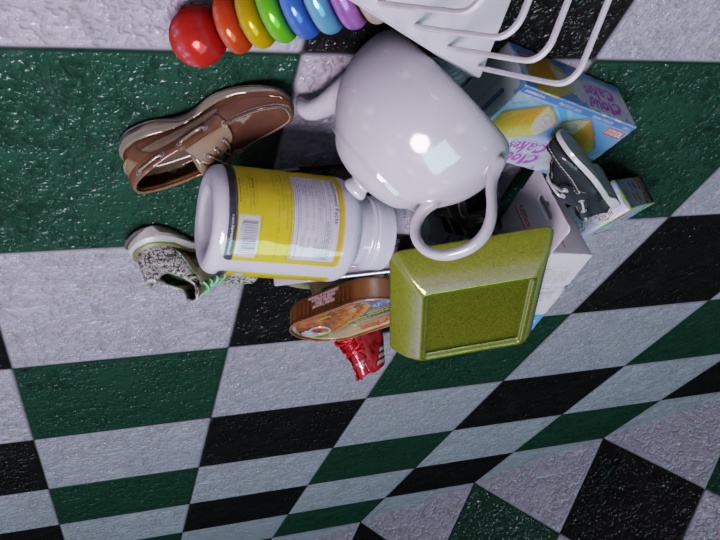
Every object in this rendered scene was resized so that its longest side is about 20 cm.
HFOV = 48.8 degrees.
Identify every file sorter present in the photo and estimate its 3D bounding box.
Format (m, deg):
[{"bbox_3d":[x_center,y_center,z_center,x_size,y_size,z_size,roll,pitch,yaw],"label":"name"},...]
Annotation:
[{"bbox_3d":[0.098,-0.248,0.630,0.199,0.124,0.140,16,98,-44],"label":"file sorter"}]

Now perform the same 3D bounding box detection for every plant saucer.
[{"bbox_3d":[0.137,0.043,0.979,0.198,0.048,0.201,-10,141,-5],"label":"plant saucer"}]

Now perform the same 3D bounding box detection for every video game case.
[{"bbox_3d":[0.000,0.000,1.031,0.198,0.018,0.143,-6,180,9],"label":"video game case"}]

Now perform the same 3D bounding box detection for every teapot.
[{"bbox_3d":[0.044,-0.126,0.794,0.197,0.200,0.146,41,99,-18],"label":"teapot"}]

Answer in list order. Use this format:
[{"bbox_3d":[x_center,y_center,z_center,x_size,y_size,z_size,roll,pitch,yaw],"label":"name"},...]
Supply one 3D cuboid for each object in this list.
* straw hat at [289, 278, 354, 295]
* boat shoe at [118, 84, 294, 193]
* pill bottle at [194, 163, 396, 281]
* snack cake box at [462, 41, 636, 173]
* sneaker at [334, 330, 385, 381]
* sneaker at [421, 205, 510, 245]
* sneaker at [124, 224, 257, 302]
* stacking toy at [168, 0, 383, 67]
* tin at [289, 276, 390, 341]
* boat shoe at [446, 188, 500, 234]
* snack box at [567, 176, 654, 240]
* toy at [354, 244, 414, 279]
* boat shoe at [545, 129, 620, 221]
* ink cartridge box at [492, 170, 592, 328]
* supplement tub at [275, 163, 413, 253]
[{"bbox_3d":[-0.036,0.015,1.165,0.199,0.086,0.202,-11,152,-6],"label":"straw hat"},{"bbox_3d":[-0.160,-0.133,0.844,0.198,0.072,0.076,-20,152,11],"label":"boat shoe"},{"bbox_3d":[-0.068,-0.047,0.838,0.198,0.113,0.112,4,148,-23],"label":"pill bottle"},{"bbox_3d":[0.212,-0.181,0.935,0.199,0.068,0.115,8,145,-36],"label":"snack cake box"},{"bbox_3d":[-0.014,0.117,1.333,0.078,0.116,0.199,-30,149,30],"label":"sneaker"},{"bbox_3d":[0.152,-0.063,1.130,0.139,0.078,0.200,-22,161,12],"label":"sneaker"},{"bbox_3d":[-0.220,0.009,1.062,0.199,0.089,0.077,13,142,-42],"label":"sneaker"},{"bbox_3d":[-0.078,-0.228,0.702,0.198,0.086,0.085,-17,153,15],"label":"stacking toy"},{"bbox_3d":[-0.013,0.056,1.098,0.199,0.042,0.112,-21,147,38],"label":"tin"},{"bbox_3d":[0.143,-0.101,1.010,0.067,0.057,0.200,-40,138,-6],"label":"boat shoe"},{"bbox_3d":[0.318,-0.065,1.171,0.199,0.053,0.142,-34,170,32],"label":"snack box"},{"bbox_3d":[0.065,0.014,1.186,0.116,0.047,0.200,-57,147,-6],"label":"toy"},{"bbox_3d":[0.257,-0.104,0.947,0.060,0.076,0.200,-32,148,21],"label":"boat shoe"},{"bbox_3d":[0.231,-0.025,1.055,0.067,0.117,0.201,2,139,-24],"label":"ink cartridge box"},{"bbox_3d":[-0.043,-0.067,0.968,0.198,0.123,0.123,-6,152,-15],"label":"supplement tub"}]
